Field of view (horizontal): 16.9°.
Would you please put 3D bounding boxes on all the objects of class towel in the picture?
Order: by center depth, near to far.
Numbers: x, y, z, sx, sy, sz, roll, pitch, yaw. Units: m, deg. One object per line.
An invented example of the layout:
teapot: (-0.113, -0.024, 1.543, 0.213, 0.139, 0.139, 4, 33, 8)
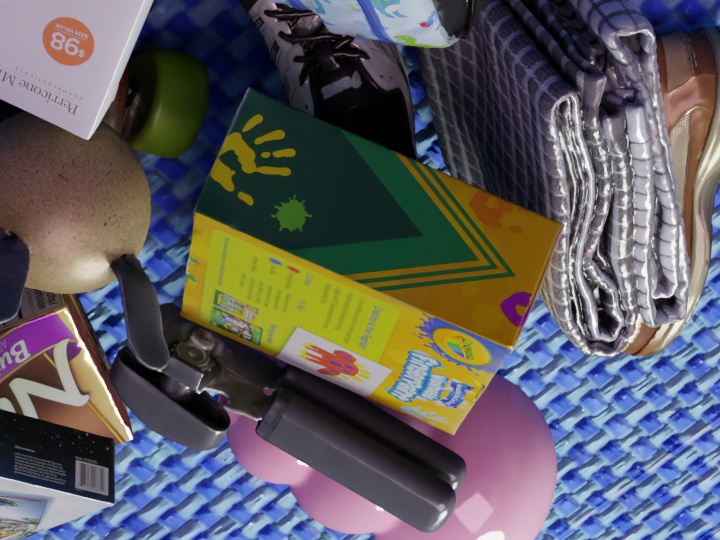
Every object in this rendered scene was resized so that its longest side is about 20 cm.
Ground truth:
towel: (0.093, -0.076, 1.235, 0.085, 0.166, 0.201, -23, 135, -8)

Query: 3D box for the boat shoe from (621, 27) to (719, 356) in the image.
boat shoe: (0.159, -0.047, 1.357, 0.073, 0.076, 0.201, 1, 120, -14)

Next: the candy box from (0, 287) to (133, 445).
candy box: (-0.236, 0.076, 1.322, 0.198, 0.057, 0.117, -20, 135, -1)

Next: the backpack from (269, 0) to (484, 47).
backpack: (0.008, -0.185, 1.081, 0.152, 0.165, 0.200, -2, 158, 26)

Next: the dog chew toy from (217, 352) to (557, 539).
dog chew toy: (0.012, 0.102, 1.395, 0.199, 0.125, 0.125, 19, 121, -19)

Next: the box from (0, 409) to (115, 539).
box: (-0.242, 0.099, 1.221, 0.136, 0.038, 0.199, -22, 151, 39)

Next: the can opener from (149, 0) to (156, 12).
can opener: (-0.089, -0.204, 1.137, 0.063, 0.079, 0.201, 18, 112, -22)

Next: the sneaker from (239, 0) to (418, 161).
sneaker: (-0.015, -0.121, 1.216, 0.075, 0.088, 0.201, -27, 131, 6)

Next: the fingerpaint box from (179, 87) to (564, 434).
fingerpaint box: (0.000, 0.000, 1.223, 0.166, 0.074, 0.200, 23, 164, 1)

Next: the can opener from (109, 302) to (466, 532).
can opener: (-0.041, 0.087, 1.320, 0.199, 0.053, 0.067, 31, 125, -3)

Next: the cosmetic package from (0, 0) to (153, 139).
cosmetic package: (-0.180, -0.169, 1.084, 0.199, 0.052, 0.151, 25, 123, -3)

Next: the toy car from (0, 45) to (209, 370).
toy car: (-0.156, -0.024, 1.169, 0.163, 0.201, 0.158, 13, 123, -28)
